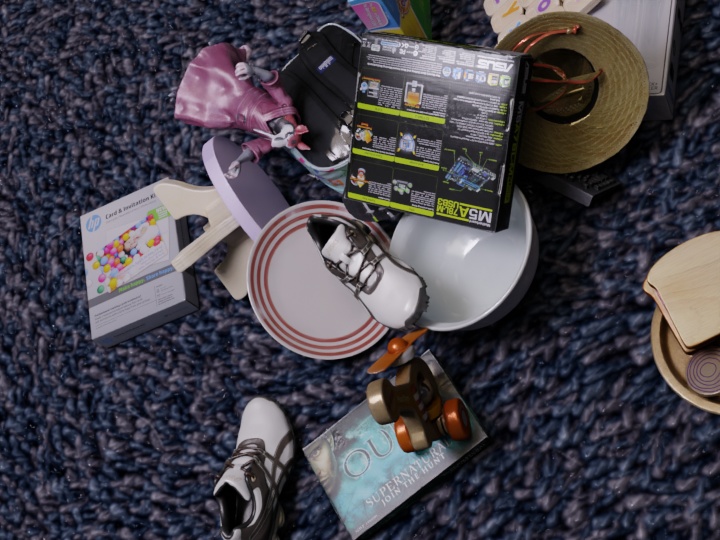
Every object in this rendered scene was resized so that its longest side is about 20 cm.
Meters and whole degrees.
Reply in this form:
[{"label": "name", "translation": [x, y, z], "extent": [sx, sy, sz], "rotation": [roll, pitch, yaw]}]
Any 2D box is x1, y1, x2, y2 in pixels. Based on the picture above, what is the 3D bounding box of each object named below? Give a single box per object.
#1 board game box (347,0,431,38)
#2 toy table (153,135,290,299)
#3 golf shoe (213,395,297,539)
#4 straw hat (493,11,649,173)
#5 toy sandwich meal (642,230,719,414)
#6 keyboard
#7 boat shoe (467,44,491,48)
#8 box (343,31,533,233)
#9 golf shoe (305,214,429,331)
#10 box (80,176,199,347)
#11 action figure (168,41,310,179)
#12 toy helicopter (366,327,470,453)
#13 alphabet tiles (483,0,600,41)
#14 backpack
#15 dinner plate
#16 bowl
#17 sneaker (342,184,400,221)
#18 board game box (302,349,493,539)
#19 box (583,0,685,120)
[{"label": "board game box", "translation": [0.040, -0.360, 1.515], "extent": [0.040, 0.200, 0.155], "rotation": [-11, 64, 21]}, {"label": "toy table", "translation": [-0.169, -0.061, 1.514], "extent": [0.117, 0.184, 0.201], "rotation": [-32, 90, 21]}, {"label": "golf shoe", "translation": [-0.128, 0.239, 1.392], "extent": [0.077, 0.094, 0.202], "rotation": [-12, 62, 22]}, {"label": "straw hat", "translation": [0.229, -0.221, 1.342], "extent": [0.199, 0.202, 0.085], "rotation": [-25, 30, 14]}, {"label": "toy sandwich meal", "translation": [0.395, 0.052, 1.237], "extent": [0.203, 0.070, 0.208], "rotation": [-10, 64, 22]}, {"label": "keyboard", "translation": [0.201, -0.128, 1.397], "extent": [0.199, 0.021, 0.127], "rotation": [31, 42, 33]}, {"label": "boat shoe", "translation": [0.120, -0.250, 1.451], "extent": [0.198, 0.073, 0.066], "rotation": [-8, 37, -27]}, {"label": "box", "translation": [0.084, -0.157, 1.305], "extent": [0.198, 0.047, 0.196], "rotation": [14, 108, 28]}, {"label": "golf shoe", "translation": [0.000, 0.000, 1.355], "extent": [0.078, 0.094, 0.200], "rotation": [-56, 45, 9]}, {"label": "box", "translation": [-0.311, -0.012, 1.632], "extent": [0.154, 0.041, 0.202], "rotation": [-21, 60, 16]}, {"label": "action figure", "translation": [-0.136, -0.195, 1.456], "extent": [0.199, 0.149, 0.135], "rotation": [31, 109, 21]}, {"label": "toy helicopter", "translation": [0.049, 0.129, 1.263], "extent": [0.078, 0.200, 0.134], "rotation": [-16, 81, 19]}, {"label": "alphabet tiles", "translation": [0.242, -0.373, 1.489], "extent": [0.195, 0.015, 0.201], "rotation": [-41, 40, 27]}, {"label": "backpack", "translation": [-0.016, -0.196, 1.498], "extent": [0.178, 0.150, 0.200], "rotation": [-47, 47, 2]}, {"label": "dinner plate", "translation": [-0.044, 0.012, 1.448], "extent": [0.198, 0.024, 0.203], "rotation": [3, 76, -10]}, {"label": "bowl", "translation": [0.134, -0.011, 1.370], "extent": [0.200, 0.090, 0.203], "rotation": [-19, 58, 32]}, {"label": "sneaker", "translation": [0.065, -0.128, 1.409], "extent": [0.199, 0.081, 0.074], "rotation": [-33, 95, 16]}, {"label": "board game box", "translation": [0.041, 0.206, 1.370], "extent": [0.199, 0.028, 0.136], "rotation": [-39, 58, 6]}, {"label": "box", "translation": [0.331, -0.285, 1.422], "extent": [0.115, 0.060, 0.202], "rotation": [0, 69, 26]}]
